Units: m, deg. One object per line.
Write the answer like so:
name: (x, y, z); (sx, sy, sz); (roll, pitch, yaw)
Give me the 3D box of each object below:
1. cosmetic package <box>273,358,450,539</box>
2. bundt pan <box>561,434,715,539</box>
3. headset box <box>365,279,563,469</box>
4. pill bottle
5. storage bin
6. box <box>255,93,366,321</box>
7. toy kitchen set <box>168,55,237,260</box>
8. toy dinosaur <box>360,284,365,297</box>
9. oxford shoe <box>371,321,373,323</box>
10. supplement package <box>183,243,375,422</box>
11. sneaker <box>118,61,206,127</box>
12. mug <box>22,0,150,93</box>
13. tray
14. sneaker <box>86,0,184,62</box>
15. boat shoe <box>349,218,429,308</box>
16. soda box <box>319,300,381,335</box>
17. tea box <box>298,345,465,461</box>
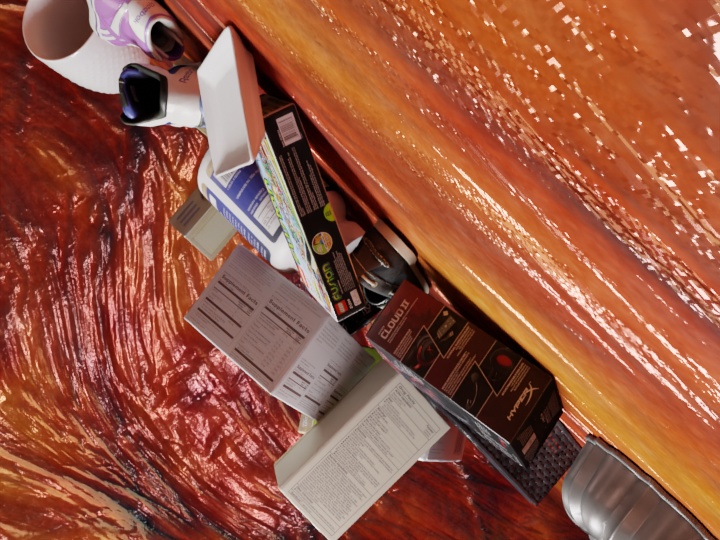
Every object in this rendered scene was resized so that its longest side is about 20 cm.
cosmetic package: (0.000, 0.213, 0.931); (0.104, 0.199, 0.073); (48, 177, -16)
bundt pan: (0.277, 0.262, 0.758); (0.202, 0.076, 0.202); (45, 177, 2)
headset box: (0.101, 0.102, 0.786); (0.198, 0.076, 0.149); (34, 171, 28)
pill bottle: (-0.088, -0.071, 0.893); (0.200, 0.116, 0.116); (45, 177, 14)
storage bin: (0.169, 0.180, 0.945); (0.200, 0.094, 0.135); (49, 175, -36)
box: (-0.057, -0.062, 0.733); (0.110, 0.034, 0.204); (38, 150, 64)
toy kitchen set: (-0.243, -0.168, 1.068); (0.199, 0.181, 0.164); (37, 173, 29)
toy dinosaur: (0.000, 0.000, 0.968); (0.198, 0.108, 0.060); (37, 140, -15)
oxford shoe: (0.037, 0.039, 1.238); (0.074, 0.070, 0.200); (63, 176, 11)
supplement package: (-0.092, 0.085, 0.944); (0.154, 0.112, 0.200); (35, 172, 26)
sneaker: (-0.229, -0.209, 0.894); (0.112, 0.083, 0.199); (1, -168, -26)
mug: (-0.424, -0.387, 1.222); (0.175, 0.144, 0.205); (33, -140, -70)
tray: (-0.118, -0.146, 0.698); (0.199, 0.022, 0.111); (-170, 71, -71)
sneaker: (-0.256, -0.278, 0.898); (0.114, 0.073, 0.200); (42, 177, -8)
boat shoe: (0.028, 0.007, 0.841); (0.072, 0.068, 0.200); (41, 177, 19)
soda box: (-0.045, -0.015, 1.044); (0.202, 0.063, 0.071); (54, 143, 8)
tea box: (0.043, 0.190, 1.107); (0.192, 0.137, 0.200); (7, 169, 24)
